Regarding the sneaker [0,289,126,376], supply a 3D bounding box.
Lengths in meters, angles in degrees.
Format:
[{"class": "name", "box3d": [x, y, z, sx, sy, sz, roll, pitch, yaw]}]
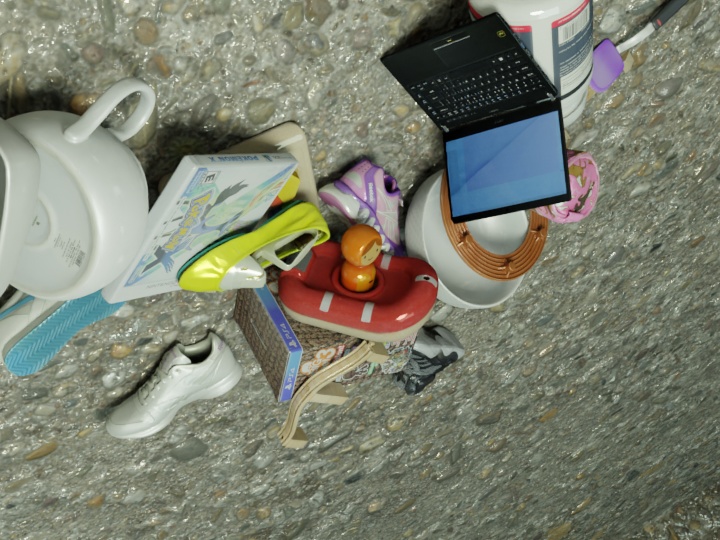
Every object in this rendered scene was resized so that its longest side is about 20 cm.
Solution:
[{"class": "sneaker", "box3d": [-0.340, 0.029, 1.076, 0.200, 0.081, 0.077, -39, 146, -27]}]

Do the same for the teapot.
[{"class": "teapot", "box3d": [-0.284, -0.078, 0.941, 0.146, 0.199, 0.199, -42, 123, -58]}]

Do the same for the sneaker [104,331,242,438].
[{"class": "sneaker", "box3d": [-0.265, 0.152, 1.280, 0.199, 0.075, 0.100, -30, 129, -12]}]

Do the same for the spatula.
[{"class": "spatula", "box3d": [0.381, -0.320, 1.266, 0.200, 0.021, 0.057, -41, 117, 3]}]

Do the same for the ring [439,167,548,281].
[{"class": "ring", "box3d": [0.188, -0.086, 1.270, 0.199, 0.202, 0.019, -1, 173, -36]}]

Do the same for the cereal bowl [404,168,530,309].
[{"class": "cereal bowl", "box3d": [0.137, -0.044, 1.288, 0.199, 0.201, 0.083, -2, 174, -35]}]

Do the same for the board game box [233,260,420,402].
[{"class": "board game box", "box3d": [-0.046, 0.067, 1.262, 0.199, 0.160, 0.097, -11, 137, -28]}]

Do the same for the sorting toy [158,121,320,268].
[{"class": "sorting toy", "box3d": [-0.136, -0.068, 1.150, 0.184, 0.037, 0.201, -25, 142, -12]}]

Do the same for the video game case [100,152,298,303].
[{"class": "video game case", "box3d": [-0.176, -0.049, 1.046, 0.200, 0.022, 0.182, -52, 160, 26]}]

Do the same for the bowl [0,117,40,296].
[{"class": "bowl", "box3d": [-0.378, -0.078, 0.854, 0.075, 0.199, 0.201, -36, 157, -59]}]

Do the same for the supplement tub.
[{"class": "supplement tub", "box3d": [0.201, -0.272, 1.095, 0.140, 0.141, 0.200, -28, 143, -8]}]

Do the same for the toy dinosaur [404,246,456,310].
[{"class": "toy dinosaur", "box3d": [0.094, 0.004, 1.365, 0.102, 0.077, 0.201, 6, 121, 2]}]

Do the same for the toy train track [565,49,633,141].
[{"class": "toy train track", "box3d": [0.306, -0.227, 1.311, 0.200, 0.033, 0.115, -43, 142, 10]}]

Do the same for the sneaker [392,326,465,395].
[{"class": "sneaker", "box3d": [0.080, 0.142, 1.504, 0.200, 0.076, 0.114, 17, 118, -51]}]

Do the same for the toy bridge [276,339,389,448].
[{"class": "toy bridge", "box3d": [-0.046, 0.156, 1.203, 0.067, 0.027, 0.200, 15, 125, -45]}]

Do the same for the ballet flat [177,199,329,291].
[{"class": "ballet flat", "box3d": [-0.117, -0.018, 1.101, 0.200, 0.067, 0.067, -32, 160, -30]}]

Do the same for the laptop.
[{"class": "laptop", "box3d": [0.129, -0.165, 1.069, 0.177, 0.104, 0.200, -10, 137, 44]}]

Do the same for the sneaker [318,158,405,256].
[{"class": "sneaker", "box3d": [0.024, -0.077, 1.235, 0.089, 0.080, 0.200, -52, 147, -8]}]

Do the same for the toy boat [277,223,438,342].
[{"class": "toy boat", "box3d": [0.000, 0.000, 1.162, 0.199, 0.131, 0.131, 13, 132, 6]}]

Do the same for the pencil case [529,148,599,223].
[{"class": "pencil case", "box3d": [0.197, -0.118, 1.145, 0.083, 0.200, 0.087, -35, 123, -24]}]
